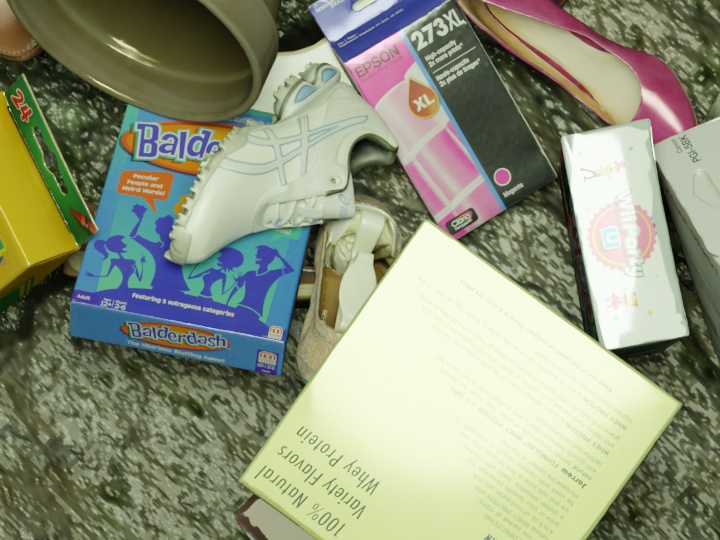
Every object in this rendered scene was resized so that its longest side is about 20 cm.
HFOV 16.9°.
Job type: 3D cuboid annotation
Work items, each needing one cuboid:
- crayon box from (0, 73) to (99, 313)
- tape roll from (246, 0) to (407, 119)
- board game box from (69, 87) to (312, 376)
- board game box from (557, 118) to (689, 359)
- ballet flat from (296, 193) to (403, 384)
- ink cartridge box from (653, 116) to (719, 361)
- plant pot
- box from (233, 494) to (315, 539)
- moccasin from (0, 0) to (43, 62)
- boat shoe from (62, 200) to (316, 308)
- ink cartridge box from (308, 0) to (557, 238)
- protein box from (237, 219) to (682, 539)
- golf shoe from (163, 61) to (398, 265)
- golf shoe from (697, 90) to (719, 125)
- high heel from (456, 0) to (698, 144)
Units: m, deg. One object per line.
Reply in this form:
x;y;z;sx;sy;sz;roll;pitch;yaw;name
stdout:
-0.273;-0.041;1.714;0.051;0.200;0.127;-22;82;-40;crayon box
-0.054;-0.209;1.785;0.202;0.037;0.204;0;86;5;tape roll
-0.110;-0.031;1.711;0.151;0.045;0.201;10;53;1;board game box
0.178;-0.016;1.672;0.064;0.200;0.148;-10;84;2;board game box
0.000;0.000;1.697;0.068;0.067;0.201;13;44;-6;ballet flat
0.278;0.011;1.644;0.083;0.147;0.201;-22;128;1;ink cartridge box
-0.126;-0.232;1.686;0.199;0.200;0.174;23;66;5;plant pot
0.043;0.157;1.685;0.164;0.166;0.200;44;90;5;box
-0.299;-0.239;1.783;0.073;0.078;0.202;-34;84;1;moccasin
-0.115;-0.015;1.759;0.199;0.072;0.072;8;84;8;boat shoe
0.053;-0.128;1.748;0.094;0.037;0.201;-31;97;-1;ink cartridge box
0.063;0.110;1.536;0.198;0.135;0.200;36;88;5;protein box
-0.050;-0.061;1.670;0.097;0.078;0.200;37;58;11;golf shoe
0.335;-0.067;1.729;0.200;0.073;0.092;39;88;6;golf shoe
0.155;-0.142;1.724;0.200;0.096;0.067;53;133;12;high heel
